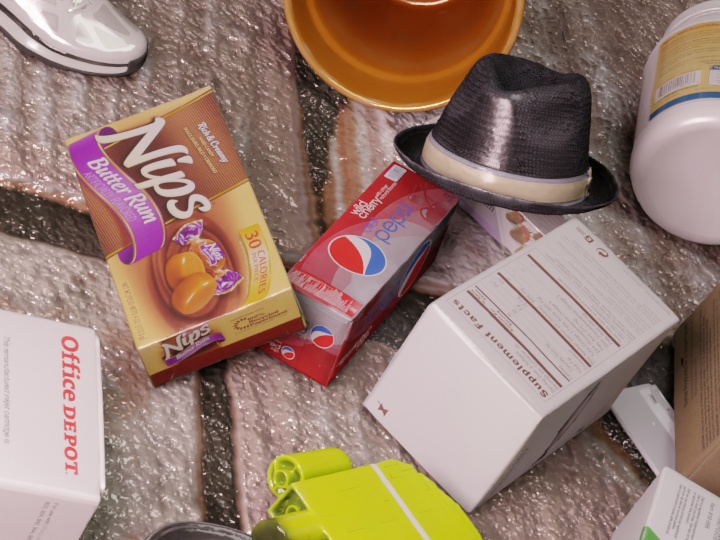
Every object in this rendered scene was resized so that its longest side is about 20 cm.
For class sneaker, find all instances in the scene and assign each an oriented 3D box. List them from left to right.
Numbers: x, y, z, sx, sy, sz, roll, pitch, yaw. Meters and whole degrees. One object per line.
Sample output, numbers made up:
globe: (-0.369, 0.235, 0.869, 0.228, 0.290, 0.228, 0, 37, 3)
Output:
sneaker: (-0.241, -0.235, 1.700, 0.200, 0.116, 0.076, 29, 39, -4)

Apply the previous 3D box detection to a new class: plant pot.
plant pot: (0.046, -0.258, 1.873, 0.199, 0.201, 0.183, 29, 24, -4)

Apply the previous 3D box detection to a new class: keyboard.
keyboard: (0.257, 0.167, 1.696, 0.056, 0.011, 0.200, -12, 56, -35)

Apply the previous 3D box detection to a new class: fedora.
fedora: (0.122, -0.115, 1.721, 0.199, 0.092, 0.201, 12, 18, -4)

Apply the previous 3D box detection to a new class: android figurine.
android figurine: (0.016, 0.189, 1.464, 0.182, 0.041, 0.200, 52, 29, 19)

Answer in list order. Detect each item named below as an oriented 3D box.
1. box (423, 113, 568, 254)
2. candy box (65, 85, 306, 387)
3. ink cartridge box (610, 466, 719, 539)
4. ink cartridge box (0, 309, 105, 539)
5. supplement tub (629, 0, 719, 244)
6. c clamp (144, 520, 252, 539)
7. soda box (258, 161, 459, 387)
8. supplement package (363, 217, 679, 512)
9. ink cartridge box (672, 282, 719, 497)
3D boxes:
box: (0.124, -0.048, 1.808, 0.200, 0.039, 0.041, 44, 39, 14)
candy box: (-0.125, -0.027, 1.565, 0.116, 0.057, 0.201, -21, 56, -3)
ink cartridge box: (0.265, 0.253, 1.548, 0.199, 0.083, 0.147, 31, 38, -1)
ink cartridge box: (-0.265, 0.093, 1.363, 0.199, 0.084, 0.146, 13, 43, -22)
supplement tub: (0.315, -0.134, 1.941, 0.144, 0.145, 0.201, 26, 40, -8)
c clamp: (-0.061, 0.243, 1.393, 0.170, 0.027, 0.201, 3, 48, -24)
soda box: (0.000, 0.000, 1.647, 0.063, 0.070, 0.200, 30, 38, 10)
supplement package: (0.120, 0.066, 1.622, 0.117, 0.117, 0.200, 45, 41, 14)
ink cartridge box: (0.316, 0.072, 1.697, 0.075, 0.165, 0.201, 29, 35, -14)
